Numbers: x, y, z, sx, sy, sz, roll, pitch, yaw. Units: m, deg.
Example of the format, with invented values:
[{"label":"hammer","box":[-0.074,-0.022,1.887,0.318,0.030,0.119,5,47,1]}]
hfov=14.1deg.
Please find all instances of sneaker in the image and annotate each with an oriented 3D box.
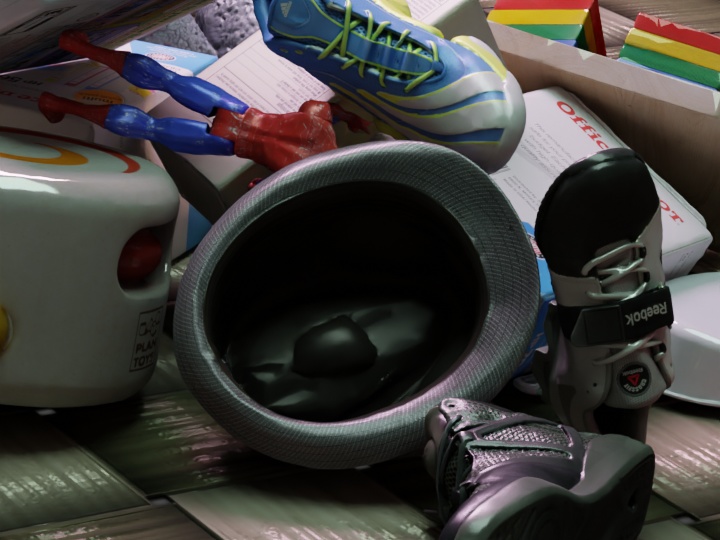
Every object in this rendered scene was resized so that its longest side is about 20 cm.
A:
[{"label":"sneaker","box":[0.140,0.024,1.560,0.074,0.201,0.089,-18,46,-14]},{"label":"sneaker","box":[0.004,-0.115,1.625,0.105,0.076,0.200,11,18,-40]},{"label":"sneaker","box":[0.063,0.119,1.454,0.114,0.077,0.199,12,18,24]}]

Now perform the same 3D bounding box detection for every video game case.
[{"label":"video game case","box":[-0.168,-0.148,1.688,0.182,0.022,0.200,-15,-3,-41]}]

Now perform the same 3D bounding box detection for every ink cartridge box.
[{"label":"ink cartridge box","box":[0.096,-0.023,1.745,0.146,0.086,0.200,45,32,20]},{"label":"ink cartridge box","box":[-0.188,-0.063,1.803,0.128,0.126,0.200,12,21,19]}]

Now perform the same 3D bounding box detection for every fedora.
[{"label":"fedora","box":[-0.003,0.030,1.582,0.199,0.090,0.177,-30,71,-11]}]

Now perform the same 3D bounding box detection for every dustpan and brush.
[{"label":"dustpan and brush","box":[0.183,0.049,1.718,0.199,0.057,0.140,3,24,-27]}]

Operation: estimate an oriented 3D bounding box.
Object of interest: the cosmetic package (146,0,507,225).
[{"label":"cosmetic package","box":[-0.022,-0.105,1.756,0.200,0.071,0.105,-36,42,-10]}]

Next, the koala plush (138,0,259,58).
[{"label":"koala plush","box":[-0.097,-0.153,2.010,0.199,0.185,0.177,7,-7,-5]}]

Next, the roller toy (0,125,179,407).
[{"label":"roller toy","box":[-0.195,0.001,1.607,0.182,0.140,0.200,4,11,-27]}]

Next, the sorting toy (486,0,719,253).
[{"label":"sorting toy","box":[0.160,-0.110,1.902,0.198,0.070,0.200,19,-20,17]}]

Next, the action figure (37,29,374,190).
[{"label":"action figure","box":[-0.073,-0.080,1.657,0.199,0.066,0.099,18,-2,20]}]
